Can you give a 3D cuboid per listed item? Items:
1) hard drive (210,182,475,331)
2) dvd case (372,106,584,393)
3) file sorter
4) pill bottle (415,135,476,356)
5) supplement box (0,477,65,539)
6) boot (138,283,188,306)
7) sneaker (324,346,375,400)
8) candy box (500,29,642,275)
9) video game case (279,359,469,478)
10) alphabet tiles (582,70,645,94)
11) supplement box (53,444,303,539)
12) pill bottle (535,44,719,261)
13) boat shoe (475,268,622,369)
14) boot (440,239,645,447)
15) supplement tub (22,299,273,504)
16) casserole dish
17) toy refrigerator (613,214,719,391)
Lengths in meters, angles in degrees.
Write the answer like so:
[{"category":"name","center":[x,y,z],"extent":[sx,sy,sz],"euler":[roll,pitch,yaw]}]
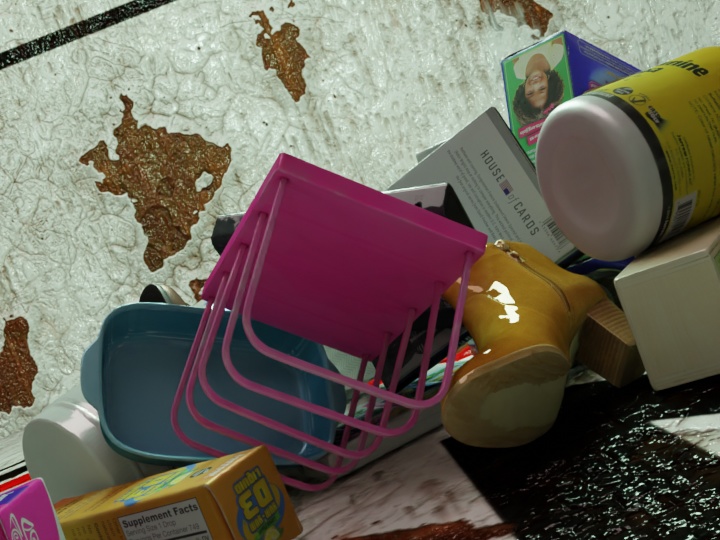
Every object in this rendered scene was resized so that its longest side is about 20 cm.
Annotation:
[{"category":"hard drive","center":[0.000,0.000,0.896],"extent":[0.197,0.140,0.033],"euler":[-6,50,26]},{"category":"dvd case","center":[0.069,-0.017,0.958],"extent":[0.199,0.152,0.025],"euler":[-37,-27,14]},{"category":"file sorter","center":[-0.030,0.047,0.744],"extent":[0.137,0.127,0.200],"euler":[21,-29,-12]},{"category":"pill bottle","center":[0.121,-0.024,1.034],"extent":[0.110,0.203,0.111],"euler":[-21,3,1]},{"category":"supplement box","center":[-0.264,0.208,0.657],"extent":[0.197,0.105,0.101],"euler":[-20,2,-2]},{"category":"boot","center":[-0.110,0.074,1.156],"extent":[0.068,0.190,0.199],"euler":[-41,-9,39]},{"category":"sneaker","center":[-0.013,0.081,1.070],"extent":[0.199,0.074,0.115],"euler":[-37,-12,27]},{"category":"candy box","center":[0.210,-0.084,1.014],"extent":[0.076,0.204,0.167],"euler":[-22,-24,39]},{"category":"video game case","center":[0.019,0.120,0.956],"extent":[0.198,0.024,0.181],"euler":[-23,3,-28]},{"category":"alphabet tiles","center":[0.267,-0.076,0.965],"extent":[0.165,0.202,0.006],"euler":[-23,-13,-43]},{"category":"supplement box","center":[-0.135,0.170,0.744],"extent":[0.198,0.070,0.066],"euler":[-18,6,33]},{"category":"pill bottle","center":[0.229,-0.091,0.816],"extent":[0.198,0.114,0.112],"euler":[-23,3,-27]},{"category":"boat shoe","center":[0.156,0.039,0.881],"extent":[0.060,0.077,0.199],"euler":[-27,0,37]},{"category":"boot","center":[0.087,0.039,0.766],"extent":[0.199,0.072,0.144],"euler":[-12,36,-39]},{"category":"supplement tub","center":[-0.148,0.117,0.909],"extent":[0.131,0.133,0.199],"euler":[-19,14,49]},{"category":"casserole dish","center":[-0.107,0.089,0.838],"extent":[0.197,0.123,0.039],"euler":[7,-35,-24]},{"category":"toy refrigerator","center":[0.237,0.009,0.790],"extent":[0.069,0.077,0.199],"euler":[-20,3,28]}]
